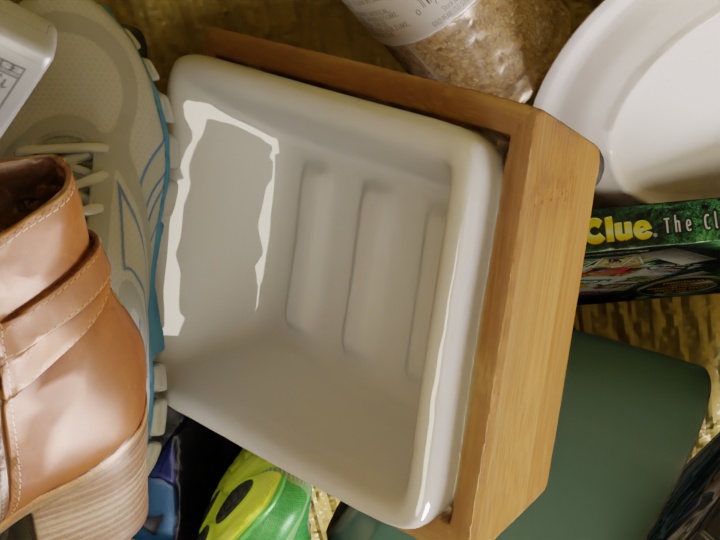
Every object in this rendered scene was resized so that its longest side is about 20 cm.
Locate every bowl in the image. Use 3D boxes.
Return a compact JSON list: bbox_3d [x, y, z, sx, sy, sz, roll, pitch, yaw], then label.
[{"bbox_3d":[0.058,0.099,0.843,0.105,0.201,0.201,34,124,1],"label":"bowl"}]

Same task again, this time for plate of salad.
[{"bbox_3d":[0.159,-0.086,0.759,0.198,0.048,0.201,-13,147,-9],"label":"plate of salad"}]

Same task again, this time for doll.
[{"bbox_3d":[-0.089,0.062,0.821,0.135,0.048,0.202,13,99,-23],"label":"doll"}]

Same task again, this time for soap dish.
[{"bbox_3d":[0.000,0.000,0.714,0.081,0.199,0.159,-2,105,-39],"label":"soap dish"}]

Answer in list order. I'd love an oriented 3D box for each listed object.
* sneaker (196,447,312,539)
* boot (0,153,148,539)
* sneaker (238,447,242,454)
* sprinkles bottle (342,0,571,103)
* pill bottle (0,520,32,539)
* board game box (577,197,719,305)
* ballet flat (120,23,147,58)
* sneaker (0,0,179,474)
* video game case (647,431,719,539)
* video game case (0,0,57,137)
[{"bbox_3d":[-0.031,0.144,0.805,0.083,0.074,0.201,14,136,8],"label":"sneaker"},{"bbox_3d":[-0.160,0.056,0.588,0.199,0.074,0.156,-30,138,-25],"label":"boot"},{"bbox_3d":[-0.123,0.054,0.873,0.090,0.078,0.200,-46,120,7],"label":"sneaker"},{"bbox_3d":[0.000,-0.142,0.702,0.068,0.069,0.200,-30,124,22],"label":"sprinkles bottle"},{"bbox_3d":[-0.128,0.178,0.933,0.199,0.113,0.113,28,124,-22],"label":"pill bottle"},{"bbox_3d":[0.141,-0.009,0.810,0.198,0.024,0.105,-5,164,2],"label":"board game box"},{"bbox_3d":[-0.144,-0.011,0.772,0.200,0.064,0.067,-47,152,6],"label":"ballet flat"},{"bbox_3d":[-0.106,-0.005,0.701,0.074,0.087,0.202,-4,96,3],"label":"sneaker"},{"bbox_3d":[0.152,0.102,0.814,0.025,0.200,0.181,42,138,7],"label":"video game case"},{"bbox_3d":[-0.230,-0.058,0.627,0.199,0.024,0.182,26,127,-23],"label":"video game case"}]
